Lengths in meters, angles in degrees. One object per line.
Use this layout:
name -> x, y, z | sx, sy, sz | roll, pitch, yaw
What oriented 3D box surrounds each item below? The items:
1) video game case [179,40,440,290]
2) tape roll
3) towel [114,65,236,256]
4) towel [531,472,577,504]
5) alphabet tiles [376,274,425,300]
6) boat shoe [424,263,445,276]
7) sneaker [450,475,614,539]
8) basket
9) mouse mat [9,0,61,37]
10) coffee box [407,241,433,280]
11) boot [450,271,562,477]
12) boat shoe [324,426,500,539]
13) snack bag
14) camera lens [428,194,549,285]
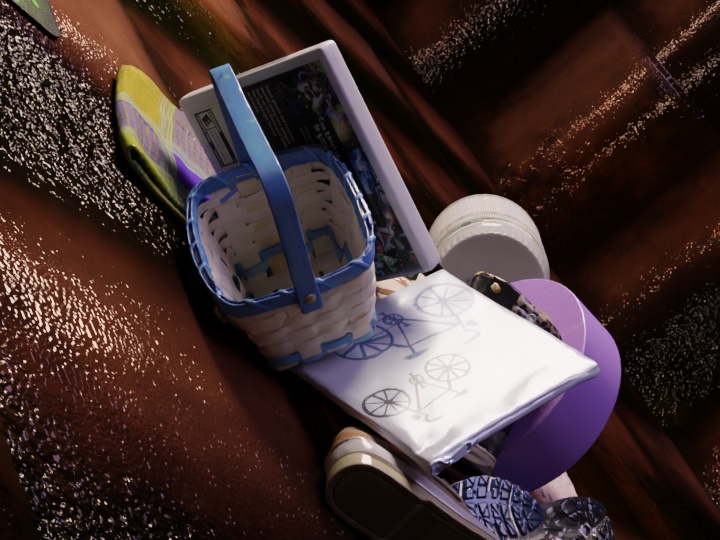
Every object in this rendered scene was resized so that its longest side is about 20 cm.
video game case -> -0.044, -0.076, 1.192 | 0.023, 0.180, 0.202 | -41, 111, -42
tape roll -> 0.141, 0.108, 1.337 | 0.066, 0.200, 0.201 | 43, 14, -32
towel -> -0.159, -0.098, 1.244 | 0.144, 0.023, 0.201 | 47, 12, -26
towel -> 0.186, 0.204, 1.648 | 0.200, 0.032, 0.192 | 46, 13, -24
alphabet tiles -> 0.000, 0.000, 1.382 | 0.198, 0.015, 0.195 | 15, 18, -40
boat shoe -> 0.036, -0.031, 1.652 | 0.200, 0.064, 0.073 | 47, 40, -33
sneaker -> 0.127, 0.234, 1.246 | 0.198, 0.085, 0.078 | 18, 55, -34
basket -> -0.063, -0.035, 1.085 | 0.177, 0.137, 0.202 | -115, -169, -50
mouse mat -> -0.326, -0.293, 1.230 | 0.161, 0.008, 0.201 | 41, 17, -43
coffee box -> -0.035, -0.059, 1.336 | 0.122, 0.044, 0.199 | 30, -1, -42
boot -> 0.068, 0.065, 1.242 | 0.199, 0.151, 0.073 | 38, -16, -1
boat shoe -> 0.053, 0.188, 1.068 | 0.200, 0.074, 0.069 | 46, 18, -21
snack bag -> 0.062, 0.074, 1.120 | 0.199, 0.187, 0.022 | 31, -45, 42
camera lens -> 0.162, -0.004, 1.861 | 0.160, 0.159, 0.200 | 49, 11, -10
